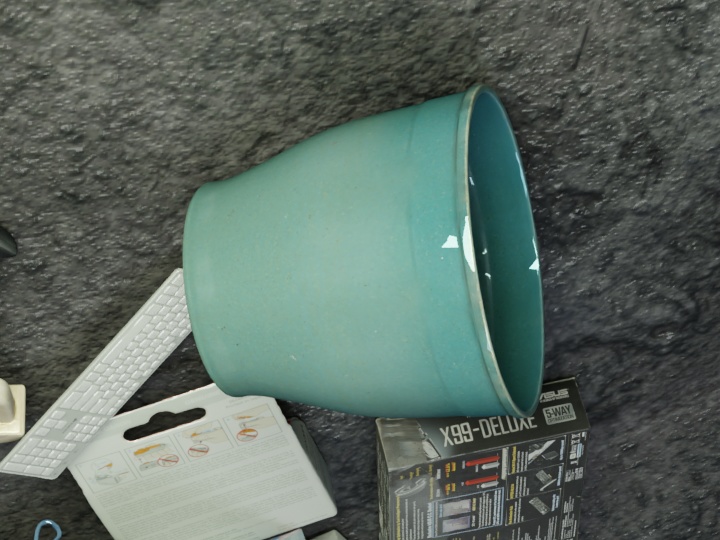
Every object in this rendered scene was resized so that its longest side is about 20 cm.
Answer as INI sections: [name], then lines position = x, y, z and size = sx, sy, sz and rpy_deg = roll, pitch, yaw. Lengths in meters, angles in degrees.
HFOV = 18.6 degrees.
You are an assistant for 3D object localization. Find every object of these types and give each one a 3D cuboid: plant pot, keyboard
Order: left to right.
[keyboard]
position = -0.165, 0.071, 1.469
size = 0.200, 0.011, 0.056
rpy_deg = -47, 152, 20
[plant pot]
position = 0.000, 0.000, 1.336
size = 0.187, 0.201, 0.200
rpy_deg = -8, 147, 16

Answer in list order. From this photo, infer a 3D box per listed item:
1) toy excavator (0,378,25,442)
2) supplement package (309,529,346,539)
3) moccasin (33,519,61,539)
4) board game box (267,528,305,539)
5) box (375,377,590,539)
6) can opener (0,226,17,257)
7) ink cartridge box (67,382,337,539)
[toy excavator]
position = -0.278, 0.069, 1.378
size = 0.200, 0.100, 0.194
rpy_deg = 10, 159, -29
[supplement package]
position = -0.075, 0.313, 1.791
size = 0.200, 0.114, 0.110
rpy_deg = -24, 143, 13
[moccasin]
position = -0.256, 0.236, 1.632
size = 0.200, 0.068, 0.080
rpy_deg = -24, -173, 23
[board game box]
position = -0.161, 0.261, 1.620
size = 0.199, 0.043, 0.200
rpy_deg = -22, 180, 29
[box]
position = 0.093, 0.171, 1.715
size = 0.157, 0.050, 0.200
rpy_deg = -11, 145, -6
[can opener]
position = -0.274, -0.031, 1.286
size = 0.063, 0.079, 0.200
rpy_deg = -33, 151, 11
[ink cartridge box]
position = -0.120, 0.136, 1.598
size = 0.160, 0.047, 0.200
rpy_deg = -18, 139, 5
